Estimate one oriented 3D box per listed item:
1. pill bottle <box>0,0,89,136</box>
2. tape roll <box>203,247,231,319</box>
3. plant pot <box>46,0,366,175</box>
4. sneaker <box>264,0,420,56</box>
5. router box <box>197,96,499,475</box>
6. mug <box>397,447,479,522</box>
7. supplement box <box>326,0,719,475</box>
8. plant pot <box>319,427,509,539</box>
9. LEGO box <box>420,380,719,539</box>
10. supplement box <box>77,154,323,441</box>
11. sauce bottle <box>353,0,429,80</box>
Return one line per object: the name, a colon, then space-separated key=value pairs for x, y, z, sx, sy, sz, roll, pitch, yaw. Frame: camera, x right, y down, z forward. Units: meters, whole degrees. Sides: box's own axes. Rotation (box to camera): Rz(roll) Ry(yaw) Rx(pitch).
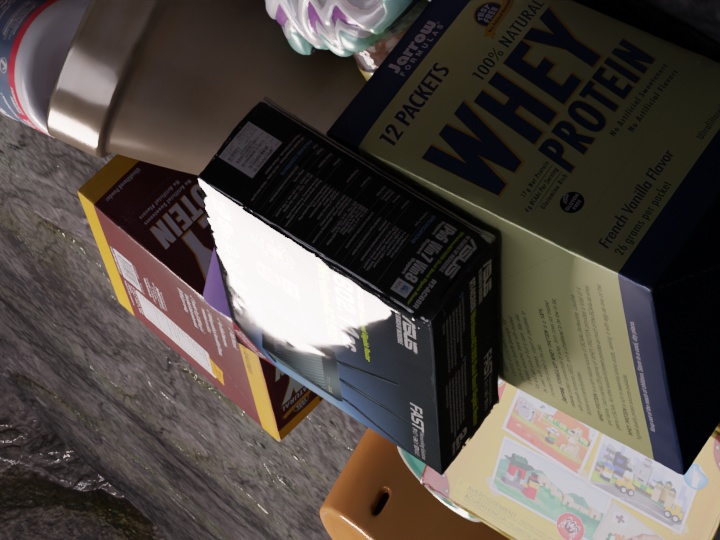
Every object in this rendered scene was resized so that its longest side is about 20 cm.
pill bottle: x=-0.270 y=-0.182 z=1.856 sx=0.200 sy=0.120 sz=0.120 roll=24 pitch=153 yaw=52
tape roll: x=0.000 y=0.000 z=1.506 sx=0.199 sy=0.085 sz=0.200 roll=14 pitch=-170 yaw=-2
plant pot: x=-0.078 y=-0.135 z=1.436 sx=0.173 sy=0.201 sz=0.200 roll=28 pitch=163 yaw=-1
sneaker: x=-0.036 y=-0.191 z=1.258 sx=0.140 sy=0.078 sz=0.200 roll=50 pitch=163 yaw=-14
router box: x=-0.002 y=0.013 z=1.214 sx=0.150 sy=0.062 sz=0.200 roll=31 pitch=159 yaw=19
mug: x=0.095 y=0.109 z=1.661 sx=0.152 sy=0.114 sz=0.185 roll=39 pitch=162 yaw=21
supplement box: x=0.116 y=-0.028 z=1.214 sx=0.199 sy=0.134 sz=0.200 roll=27 pitch=157 yaw=27
plant pot: x=0.059 y=0.203 z=1.921 sx=0.200 sy=0.140 sz=0.200 roll=42 pitch=163 yaw=16
LEGO box: x=0.154 y=0.111 z=1.426 sx=0.200 sy=0.077 sz=0.149 roll=31 pitch=121 yaw=22
supplement box: x=-0.099 y=-0.004 z=1.833 sx=0.200 sy=0.133 sz=0.198 roll=39 pitch=161 yaw=22
sauce bottle: x=0.064 y=-0.083 z=1.385 sx=0.065 sy=0.065 sz=0.200 roll=21 pitch=152 yaw=55
